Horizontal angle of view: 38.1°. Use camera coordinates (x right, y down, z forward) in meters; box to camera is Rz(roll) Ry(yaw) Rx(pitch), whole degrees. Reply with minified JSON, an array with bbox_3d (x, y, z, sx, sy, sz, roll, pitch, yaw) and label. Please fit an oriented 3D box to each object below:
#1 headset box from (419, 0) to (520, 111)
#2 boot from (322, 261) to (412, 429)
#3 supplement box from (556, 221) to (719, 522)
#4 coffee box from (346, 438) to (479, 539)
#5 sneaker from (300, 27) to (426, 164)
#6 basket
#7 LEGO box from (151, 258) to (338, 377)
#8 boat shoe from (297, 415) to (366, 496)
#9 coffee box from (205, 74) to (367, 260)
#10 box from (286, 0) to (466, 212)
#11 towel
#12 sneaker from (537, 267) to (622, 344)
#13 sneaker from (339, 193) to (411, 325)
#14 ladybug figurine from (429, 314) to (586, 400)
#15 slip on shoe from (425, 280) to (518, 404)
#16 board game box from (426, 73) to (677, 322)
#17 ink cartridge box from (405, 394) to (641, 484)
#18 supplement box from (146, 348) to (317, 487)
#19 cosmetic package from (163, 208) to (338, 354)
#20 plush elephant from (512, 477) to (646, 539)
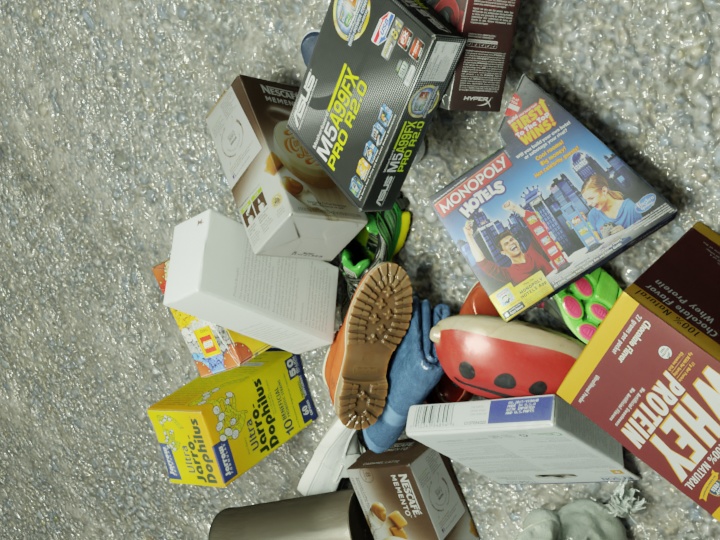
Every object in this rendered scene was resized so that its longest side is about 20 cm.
[{"bbox_3d":[0.083,-0.273,1.040,0.148,0.075,0.202,29,116,47],"label":"headset box"},{"bbox_3d":[0.000,0.074,1.233,0.107,0.074,0.201,-128,52,-63],"label":"boot"},{"bbox_3d":[0.329,0.089,0.972,0.197,0.200,0.133,38,128,17],"label":"supplement box"},{"bbox_3d":[0.077,0.325,1.355,0.114,0.080,0.201,-13,102,40],"label":"coffee box"},{"bbox_3d":[-0.019,-0.189,1.176,0.200,0.108,0.070,50,131,8],"label":"sneaker"},{"bbox_3d":[-0.073,0.369,1.405,0.199,0.137,0.180,-20,140,24],"label":"basket"},{"bbox_3d":[-0.139,0.021,1.304,0.077,0.200,0.150,-19,97,41],"label":"LEGO box"},{"bbox_3d":[-0.027,0.253,1.414,0.068,0.072,0.201,30,124,5],"label":"boat shoe"},{"bbox_3d":[-0.088,-0.117,1.199,0.080,0.114,0.201,-45,56,36],"label":"coffee box"},{"bbox_3d":[0.009,-0.185,1.047,0.160,0.044,0.201,51,130,35],"label":"box"},{"bbox_3d":[0.049,0.130,1.259,0.048,0.112,0.200,16,137,-13],"label":"towel"},{"bbox_3d":[0.209,0.012,1.127,0.200,0.084,0.077,40,86,2],"label":"sneaker"},{"bbox_3d":[0.000,0.000,1.264,0.078,0.085,0.201,24,124,27],"label":"sneaker"},{"bbox_3d":[0.167,0.104,1.132,0.198,0.072,0.136,16,158,-5],"label":"ladybug figurine"},{"bbox_3d":[0.128,0.092,1.223,0.074,0.061,0.201,38,127,20],"label":"slip on shoe"},{"bbox_3d":[0.179,-0.083,1.057,0.199,0.062,0.201,-33,78,8],"label":"board game box"},{"bbox_3d":[0.187,0.195,1.184,0.195,0.200,0.044,-11,59,39],"label":"ink cartridge box"},{"bbox_3d":[-0.169,0.193,1.405,0.109,0.200,0.110,-5,107,39],"label":"supplement box"},{"bbox_3d":[-0.122,0.018,1.209,0.071,0.199,0.102,-20,56,42],"label":"cosmetic package"},{"bbox_3d":[0.240,0.342,1.177,0.164,0.155,0.201,36,133,19],"label":"plush elephant"}]
